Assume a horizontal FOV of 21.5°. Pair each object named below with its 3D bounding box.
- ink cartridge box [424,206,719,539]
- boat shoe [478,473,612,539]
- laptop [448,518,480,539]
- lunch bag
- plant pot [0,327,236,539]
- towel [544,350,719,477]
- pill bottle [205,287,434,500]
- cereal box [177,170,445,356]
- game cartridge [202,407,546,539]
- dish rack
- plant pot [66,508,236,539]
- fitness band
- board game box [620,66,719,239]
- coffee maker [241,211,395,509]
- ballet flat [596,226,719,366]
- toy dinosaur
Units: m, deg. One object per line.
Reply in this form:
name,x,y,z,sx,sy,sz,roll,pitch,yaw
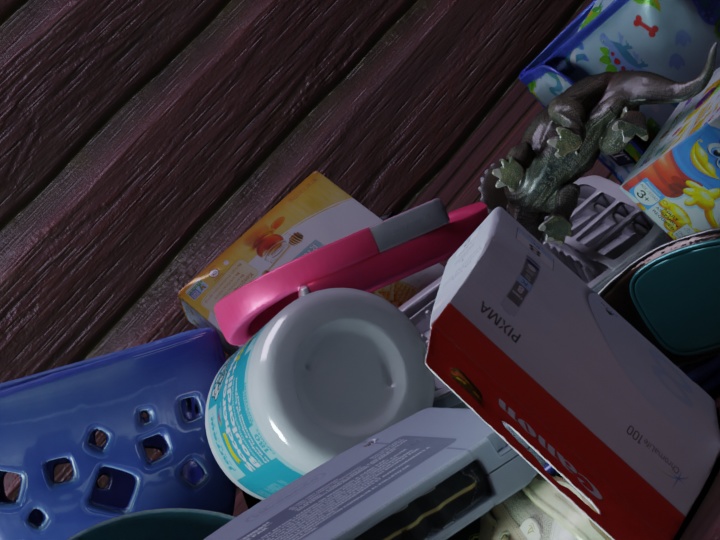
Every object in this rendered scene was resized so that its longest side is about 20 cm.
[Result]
ink cartridge box,0.107,0.056,0.924,0.047,0.160,0.200,-46,5,14
boat shoe,0.086,0.141,0.978,0.065,0.072,0.200,-46,10,-6
laptop,-0.022,0.176,1.045,0.176,0.104,0.200,-20,22,12
lunch bag,0.225,-0.132,1.381,0.128,0.170,0.200,-49,6,-36
plant pot,-0.182,0.153,1.339,0.199,0.181,0.200,-16,2,-15
towel,0.152,0.062,1.129,0.146,0.024,0.200,-35,12,4
pill bottle,-0.033,0.084,1.172,0.111,0.111,0.200,-48,3,-21
cereal box,-0.011,0.033,1.333,0.144,0.200,0.040,-43,-31,-19
game cartridge,-0.014,0.131,0.960,0.199,0.041,0.133,-30,13,-23
dish rack,0.105,0.022,1.222,0.199,0.044,0.172,-36,19,-5
plant pot,-0.118,0.270,1.195,0.200,0.199,0.136,-51,-29,-44
fitness band,0.000,0.000,1.248,0.199,0.038,0.144,-22,-5,-11
board game box,0.258,-0.084,1.075,0.105,0.103,0.200,-51,5,-33
coffee maker,-0.006,0.100,1.403,0.134,0.193,0.200,-21,22,39
ballet flat,0.155,0.027,1.048,0.199,0.068,0.064,-30,4,20
toy dinosaur,0.130,-0.081,1.147,0.200,0.077,0.102,-53,11,23
